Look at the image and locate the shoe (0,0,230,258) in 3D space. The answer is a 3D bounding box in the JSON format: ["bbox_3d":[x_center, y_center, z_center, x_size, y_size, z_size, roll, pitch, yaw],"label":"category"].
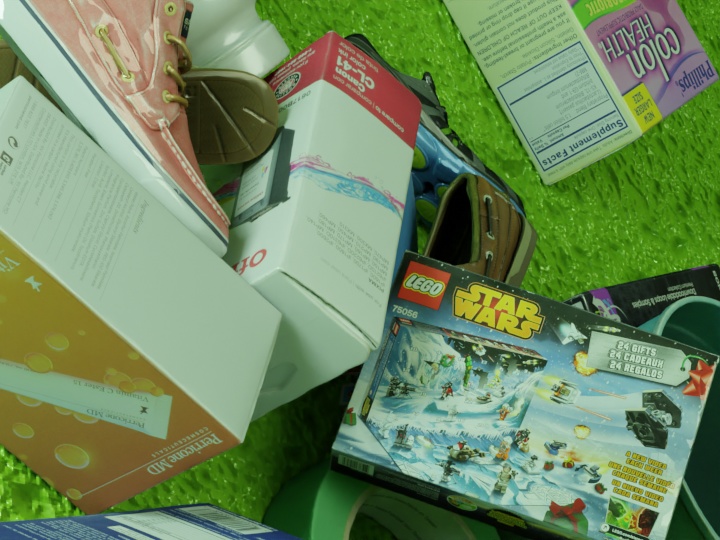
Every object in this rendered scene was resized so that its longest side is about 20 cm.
[{"bbox_3d":[-0.115,-0.103,1.202,0.200,0.091,0.071,51,-8,-6],"label":"shoe"}]

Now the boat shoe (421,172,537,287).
[{"bbox_3d":[0.055,0.025,1.436,0.068,0.072,0.200,47,42,-33],"label":"boat shoe"}]

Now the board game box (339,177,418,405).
[{"bbox_3d":[0.000,0.000,1.413,0.158,0.039,0.200,77,17,-46],"label":"board game box"}]

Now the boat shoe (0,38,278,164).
[{"bbox_3d":[-0.149,-0.094,1.269,0.199,0.063,0.074,7,99,-17],"label":"boat shoe"}]

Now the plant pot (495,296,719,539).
[{"bbox_3d":[0.179,0.146,1.455,0.200,0.188,0.201,31,44,-36],"label":"plant pot"}]

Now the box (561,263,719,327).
[{"bbox_3d":[0.151,0.043,1.527,0.200,0.143,0.036,-12,79,-54],"label":"box"}]

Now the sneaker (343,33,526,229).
[{"bbox_3d":[0.049,-0.091,1.549,0.200,0.071,0.083,41,46,-23],"label":"sneaker"}]

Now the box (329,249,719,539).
[{"bbox_3d":[0.097,0.083,1.307,0.199,0.040,0.137,19,66,5],"label":"box"}]

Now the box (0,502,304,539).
[{"bbox_3d":[-0.105,0.156,1.148,0.200,0.121,0.033,4,100,-52],"label":"box"}]

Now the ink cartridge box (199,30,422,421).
[{"bbox_3d":[-0.051,-0.022,1.307,0.086,0.147,0.200,39,40,-26],"label":"ink cartridge box"}]

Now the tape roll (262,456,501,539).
[{"bbox_3d":[0.023,0.203,1.338,0.200,0.048,0.201,30,46,-37],"label":"tape roll"}]

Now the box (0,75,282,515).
[{"bbox_3d":[-0.159,0.018,1.162,0.200,0.124,0.098,43,39,-25],"label":"box"}]

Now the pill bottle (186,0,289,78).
[{"bbox_3d":[-0.132,-0.192,1.347,0.200,0.113,0.113,55,35,-10],"label":"pill bottle"}]

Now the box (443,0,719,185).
[{"bbox_3d":[0.170,-0.195,1.754,0.201,0.097,0.176,61,34,-3],"label":"box"}]
